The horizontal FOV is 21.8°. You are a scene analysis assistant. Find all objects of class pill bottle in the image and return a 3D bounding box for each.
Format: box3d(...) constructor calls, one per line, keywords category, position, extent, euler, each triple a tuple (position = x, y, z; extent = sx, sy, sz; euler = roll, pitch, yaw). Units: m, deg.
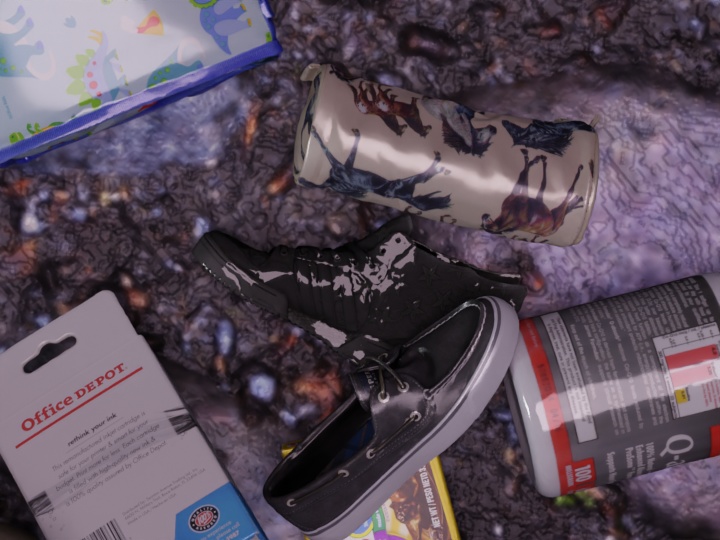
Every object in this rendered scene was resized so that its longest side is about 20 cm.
box3d(category="pill bottle", position=(0.195, 0.066, 1.188), extent=(0.199, 0.116, 0.116), euler=(-14, 95, 0))

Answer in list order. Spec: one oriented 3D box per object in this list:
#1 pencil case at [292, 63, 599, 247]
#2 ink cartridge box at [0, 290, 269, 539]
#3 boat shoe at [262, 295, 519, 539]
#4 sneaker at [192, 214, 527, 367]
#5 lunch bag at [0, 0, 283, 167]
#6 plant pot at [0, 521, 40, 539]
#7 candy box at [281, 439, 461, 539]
box3d(category="pencil case", position=(0.052, -0.076, 1.191), extent=(0.199, 0.078, 0.090), euler=(13, 54, -2))
box3d(category="ink cartridge box", position=(-0.152, 0.125, 1.179), extent=(0.116, 0.068, 0.200), euler=(-32, 63, -5))
box3d(category="boat shoe", position=(0.014, 0.086, 1.169), extent=(0.066, 0.070, 0.200), euler=(33, 110, -33))
box3d(category="sneaker", position=(0.000, 0.000, 1.207), extent=(0.200, 0.060, 0.104), euler=(32, 96, -10))
box3d(category="lunch bag", position=(-0.167, -0.174, 1.153), extent=(0.199, 0.127, 0.170), euler=(-22, 95, 10))
box3d(category="plant pot", position=(-0.300, 0.222, 1.155), extent=(0.199, 0.177, 0.201), euler=(22, 94, -3))
box3d(category="candy box", position=(0.021, 0.200, 1.239), extent=(0.102, 0.026, 0.201), euler=(-15, 95, 3))
